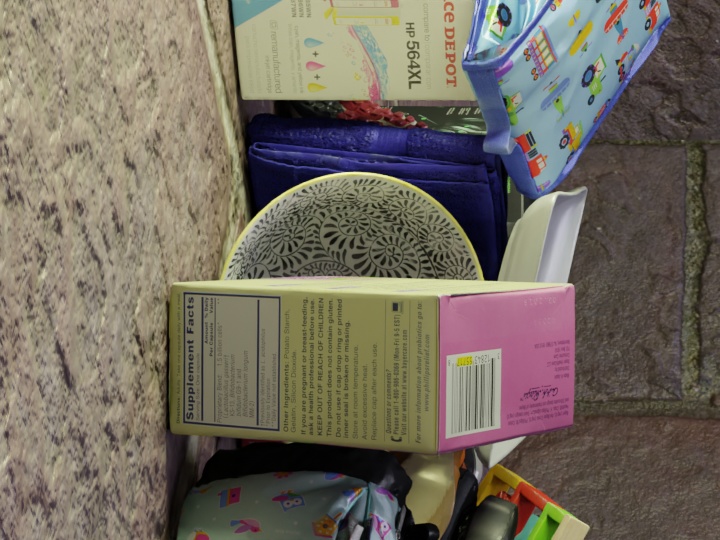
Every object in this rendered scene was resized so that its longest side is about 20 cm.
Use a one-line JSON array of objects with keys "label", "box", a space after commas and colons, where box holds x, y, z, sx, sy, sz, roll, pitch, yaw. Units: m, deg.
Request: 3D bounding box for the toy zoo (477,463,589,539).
[{"label": "toy zoo", "box": [0.105, 0.229, 1.730, 0.131, 0.020, 0.200, -60, -161, 0]}]

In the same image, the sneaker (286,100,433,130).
[{"label": "sneaker", "box": [0.006, -0.090, 1.719, 0.200, 0.080, 0.075, 49, -34, 48]}]

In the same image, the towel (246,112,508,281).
[{"label": "towel", "box": [0.013, -0.040, 1.612, 0.050, 0.199, 0.148, -58, 150, -50]}]

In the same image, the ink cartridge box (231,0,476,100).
[{"label": "ink cartridge box", "box": [0.015, -0.206, 1.582, 0.125, 0.199, 0.129, -76, 165, -58]}]

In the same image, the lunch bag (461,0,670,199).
[{"label": "lunch bag", "box": [0.136, -0.158, 1.541, 0.200, 0.094, 0.151, -64, 150, -27]}]

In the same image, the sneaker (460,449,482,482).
[{"label": "sneaker", "box": [0.050, 0.087, 1.830, 0.112, 0.077, 0.200, 73, -7, -59]}]

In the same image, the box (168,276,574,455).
[{"label": "box", "box": [0.009, 0.056, 1.386, 0.176, 0.200, 0.097, -3, 95, -58]}]

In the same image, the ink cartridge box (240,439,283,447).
[{"label": "ink cartridge box", "box": [-0.036, 0.171, 1.684, 0.146, 0.083, 0.200, -73, 163, -63]}]

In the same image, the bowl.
[{"label": "bowl", "box": [-0.018, 0.029, 1.564, 0.094, 0.200, 0.201, -169, -100, -73]}]

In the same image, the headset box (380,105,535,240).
[{"label": "headset box", "box": [0.072, -0.093, 2.005, 0.174, 0.199, 0.093, -64, 153, -73]}]

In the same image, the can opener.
[{"label": "can opener", "box": [0.052, 0.223, 1.639, 0.200, 0.078, 0.064, -51, 135, -47]}]

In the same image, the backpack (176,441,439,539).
[{"label": "backpack", "box": [-0.054, 0.209, 1.392, 0.127, 0.167, 0.200, 54, 36, -44]}]

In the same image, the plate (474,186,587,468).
[{"label": "plate", "box": [0.120, 0.034, 1.601, 0.200, 0.032, 0.200, -15, 119, -76]}]

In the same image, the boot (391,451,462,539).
[{"label": "boot", "box": [0.040, 0.148, 1.652, 0.144, 0.071, 0.202, 127, -15, -87]}]
